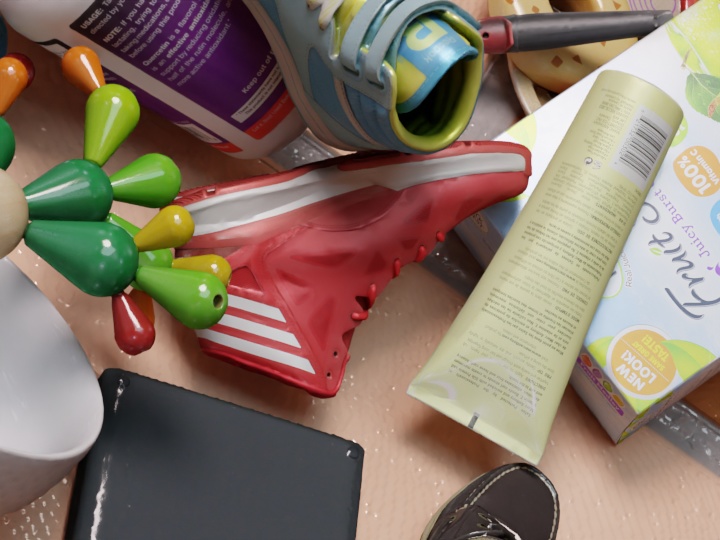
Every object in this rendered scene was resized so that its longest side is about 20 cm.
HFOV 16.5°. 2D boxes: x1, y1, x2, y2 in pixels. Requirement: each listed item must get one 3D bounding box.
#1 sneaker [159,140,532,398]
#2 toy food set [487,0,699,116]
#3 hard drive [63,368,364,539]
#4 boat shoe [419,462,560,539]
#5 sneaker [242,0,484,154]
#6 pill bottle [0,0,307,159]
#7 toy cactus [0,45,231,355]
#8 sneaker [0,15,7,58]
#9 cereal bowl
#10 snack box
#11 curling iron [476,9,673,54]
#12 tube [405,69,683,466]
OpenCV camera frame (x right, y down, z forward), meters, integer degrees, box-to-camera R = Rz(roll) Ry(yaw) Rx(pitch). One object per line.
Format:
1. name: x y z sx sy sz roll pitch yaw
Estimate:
1. sneaker: 0.000 0.000 1.262 0.198 0.078 0.117 -11 96 -16
2. toy food set: 0.175 -0.116 1.451 0.197 0.049 0.201 -14 67 -33
3. hard drive: -0.073 0.152 1.163 0.139 0.033 0.201 18 54 -15
4. boat shoe: 0.058 0.154 1.192 0.073 0.065 0.200 41 40 -4
5. sneaker: -0.006 -0.140 1.174 0.079 0.130 0.201 -41 117 -17
6. pill bottle: -0.105 -0.146 1.255 0.199 0.112 0.113 30 48 -33
7. toy cactus: -0.155 -0.028 1.155 0.164 0.102 0.200 -14 57 -46
8. sneaker: -0.253 -0.095 1.204 0.080 0.077 0.199 28 32 29
9. cereal bowl: -0.217 0.040 1.106 0.200 0.083 0.200 36 17 -13
10. snack box: 0.170 -0.033 1.342 0.199 0.068 0.169 -35 77 -14
11. curling iron: 0.076 -0.139 1.382 0.198 0.050 0.026 3 35 1
12. tube: 0.100 -0.006 1.272 0.052 0.058 0.201 41 72 -49
